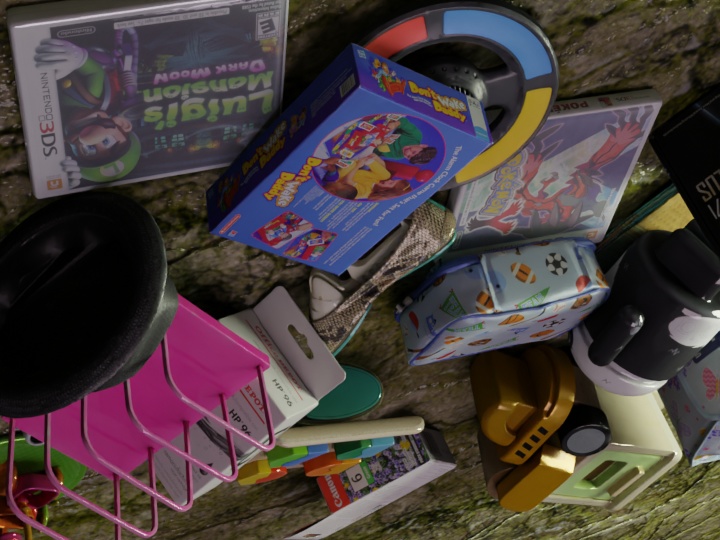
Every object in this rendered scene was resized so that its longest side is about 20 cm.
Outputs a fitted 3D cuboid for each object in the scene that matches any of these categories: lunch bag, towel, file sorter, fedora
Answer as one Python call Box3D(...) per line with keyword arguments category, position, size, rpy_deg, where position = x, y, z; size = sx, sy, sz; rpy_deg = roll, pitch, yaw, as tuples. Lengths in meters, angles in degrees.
Box3D(category="lunch bag", position=(0.133, 0.034, 1.333), size=(0.200, 0.076, 0.160), rpy_deg=(-8, 160, -24))
Box3D(category="towel", position=(0.328, -0.041, 1.407), size=(0.200, 0.022, 0.147), rpy_deg=(-40, 142, 22))
Box3D(category="lunch bag", position=(0.395, 0.096, 1.490), size=(0.127, 0.170, 0.200), rpy_deg=(-12, 151, -13))
Box3D(category="file sorter", position=(-0.190, 0.140, 1.160), size=(0.200, 0.125, 0.139), rpy_deg=(-37, 129, 19))
Box3D(category="fedora", position=(-0.218, 0.036, 1.072), size=(0.201, 0.201, 0.092), rpy_deg=(-32, 147, 14))

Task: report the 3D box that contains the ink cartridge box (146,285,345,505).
Box3D(category="ink cartridge box", position=(-0.124, 0.118, 1.276), size=(0.200, 0.116, 0.068), rpy_deg=(-41, 170, 25))

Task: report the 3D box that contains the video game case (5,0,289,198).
Box3D(category="video game case", position=(-0.154, -0.135, 1.012), size=(0.200, 0.023, 0.182), rpy_deg=(-12, 145, -15))

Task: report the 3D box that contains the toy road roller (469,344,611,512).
Box3D(category="toy road roller", position=(0.174, 0.166, 1.523), size=(0.146, 0.123, 0.200), rpy_deg=(18, 130, -24))

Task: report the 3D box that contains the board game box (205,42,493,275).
Box3D(category="board game box", position=(-0.013, -0.081, 1.077), size=(0.134, 0.045, 0.200), rpy_deg=(19, 136, -35))

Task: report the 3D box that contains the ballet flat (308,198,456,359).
Box3D(category="ballet flat", position=(0.000, 0.000, 1.256), size=(0.075, 0.068, 0.200), rpy_deg=(36, 113, -27))

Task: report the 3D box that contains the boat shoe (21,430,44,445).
Box3D(category="boat shoe", position=(-0.232, 0.097, 1.244), size=(0.200, 0.069, 0.072), rpy_deg=(-25, 146, 5))

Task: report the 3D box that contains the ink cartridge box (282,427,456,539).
Box3D(category="ink cartridge box", position=(0.004, 0.250, 1.578), size=(0.200, 0.050, 0.109), rpy_deg=(-30, 160, 12))

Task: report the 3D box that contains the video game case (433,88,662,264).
Box3D(category="video game case", position=(0.171, -0.082, 1.262), size=(0.182, 0.023, 0.200), rpy_deg=(-10, 144, -17))

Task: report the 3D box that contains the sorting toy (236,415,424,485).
Box3D(category="sorting toy", position=(-0.056, 0.194, 1.428), size=(0.185, 0.037, 0.200), rpy_deg=(-2, 164, -33))

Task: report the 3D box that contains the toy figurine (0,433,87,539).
Box3D(category="toy figurine", position=(-0.344, 0.293, 1.346), size=(0.150, 0.184, 0.200), rpy_deg=(17, 131, -42))

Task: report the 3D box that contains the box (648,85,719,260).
Box3D(category="box", position=(0.392, -0.106, 1.227), size=(0.200, 0.164, 0.086), rpy_deg=(-36, 144, 21))

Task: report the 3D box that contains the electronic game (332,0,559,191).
Box3D(category="electronic game", position=(0.064, -0.138, 1.093), size=(0.200, 0.042, 0.200), rpy_deg=(-9, 139, -8))

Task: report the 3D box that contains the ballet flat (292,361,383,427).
Box3D(category="ballet flat", position=(-0.077, 0.136, 1.395), size=(0.200, 0.071, 0.071), rpy_deg=(-8, 143, -20))

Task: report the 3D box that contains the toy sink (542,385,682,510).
Box3D(category="toy sink", position=(0.303, 0.215, 1.657), size=(0.200, 0.112, 0.130), rpy_deg=(12, 134, -39))

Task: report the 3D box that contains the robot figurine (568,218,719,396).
Box3D(category="robot figurine", position=(0.297, 0.038, 1.372), size=(0.150, 0.125, 0.200), rpy_deg=(14, 131, -26))
